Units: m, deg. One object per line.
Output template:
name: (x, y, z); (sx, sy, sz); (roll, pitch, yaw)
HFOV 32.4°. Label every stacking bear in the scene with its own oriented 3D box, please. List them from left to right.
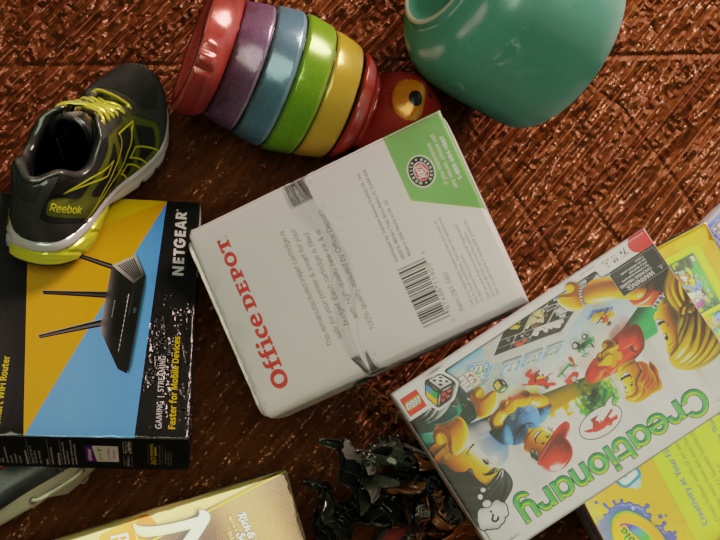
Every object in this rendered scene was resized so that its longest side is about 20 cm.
stacking bear: (-0.031, -0.135, 0.931); (0.199, 0.114, 0.122); (20, 63, -15)

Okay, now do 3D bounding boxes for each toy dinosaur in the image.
toy dinosaur: (0.037, 0.157, 0.877); (0.135, 0.200, 0.103); (-6, 112, -30)

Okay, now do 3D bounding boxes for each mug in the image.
mug: (0.096, -0.201, 0.934); (0.114, 0.185, 0.152); (23, 93, -30)

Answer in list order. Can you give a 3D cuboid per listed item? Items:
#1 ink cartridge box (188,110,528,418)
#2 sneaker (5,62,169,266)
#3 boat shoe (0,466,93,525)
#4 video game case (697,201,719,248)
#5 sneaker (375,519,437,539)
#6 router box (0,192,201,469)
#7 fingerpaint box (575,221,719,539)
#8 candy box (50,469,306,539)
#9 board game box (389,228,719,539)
ink cartridge box: (0.000, 0.000, 0.880); (0.199, 0.084, 0.147); (-24, 82, 6)
sneaker: (-0.187, -0.092, 0.882); (0.074, 0.085, 0.200); (16, 48, 3)
boat shoe: (-0.223, 0.131, 0.877); (0.200, 0.071, 0.063); (-27, 123, -20)
video game case: (0.388, -0.010, 0.997); (0.181, 0.045, 0.200); (-42, 87, -14)
sneaker: (0.086, 0.256, 0.878); (0.071, 0.098, 0.201); (-40, 84, -11)
router box: (-0.189, 0.040, 0.865); (0.149, 0.051, 0.201); (2, 53, -7)
fingerpaint box: (0.207, 0.095, 0.862); (0.166, 0.073, 0.200); (-28, 85, -2)
candy box: (-0.133, 0.224, 0.874); (0.199, 0.055, 0.116); (-16, 84, -9)
board game box: (0.135, 0.080, 0.808); (0.200, 0.035, 0.126); (-33, 84, -3)
